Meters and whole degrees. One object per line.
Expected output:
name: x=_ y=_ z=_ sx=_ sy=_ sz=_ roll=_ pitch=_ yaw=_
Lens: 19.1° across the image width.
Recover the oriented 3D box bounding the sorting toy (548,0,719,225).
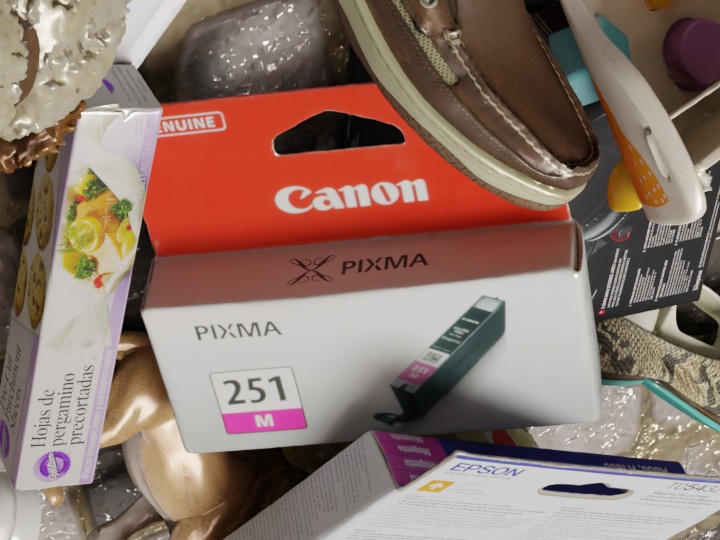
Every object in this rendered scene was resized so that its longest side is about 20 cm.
sorting toy: x=0.136 y=-0.138 z=0.902 sx=0.200 sy=0.107 sz=0.181 roll=-34 pitch=100 yaw=-30

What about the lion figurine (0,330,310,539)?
lion figurine: x=-0.096 y=0.088 z=1.062 sx=0.122 sy=0.073 sz=0.200 roll=-34 pitch=134 yaw=-6

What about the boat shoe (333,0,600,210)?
boat shoe: x=0.032 y=-0.116 z=0.846 sx=0.075 sy=0.202 sz=0.075 roll=-40 pitch=-177 yaw=39

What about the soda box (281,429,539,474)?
soda box: x=0.031 y=0.093 z=1.134 sx=0.064 sy=0.068 sz=0.200 roll=-40 pitch=137 yaw=12

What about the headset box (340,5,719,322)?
headset box: x=0.073 y=-0.043 z=1.021 sx=0.199 sy=0.075 sz=0.149 roll=-12 pitch=134 yaw=-19

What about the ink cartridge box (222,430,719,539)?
ink cartridge box: x=0.060 y=0.118 z=1.042 sx=0.196 sy=0.044 sz=0.200 roll=9 pitch=147 yaw=-36

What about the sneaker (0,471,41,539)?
sneaker: x=-0.254 y=0.145 z=1.013 sx=0.200 sy=0.074 sz=0.115 roll=-34 pitch=139 yaw=23

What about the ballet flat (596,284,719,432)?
ballet flat: x=0.154 y=0.033 z=1.157 sx=0.199 sy=0.068 sz=0.076 roll=19 pitch=98 yaw=-46

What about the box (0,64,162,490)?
box: x=-0.126 y=0.006 z=0.935 sx=0.038 sy=0.041 sz=0.201 roll=-3 pitch=126 yaw=-26

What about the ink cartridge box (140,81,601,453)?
ink cartridge box: x=0.000 y=0.000 z=0.950 sx=0.199 sy=0.044 sz=0.174 roll=-5 pitch=131 yaw=10

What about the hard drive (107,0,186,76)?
hard drive: x=-0.153 y=-0.142 z=0.843 sx=0.199 sy=0.025 sz=0.132 roll=20 pitch=119 yaw=-40

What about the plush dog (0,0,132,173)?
plush dog: x=-0.153 y=-0.092 z=0.784 sx=0.171 sy=0.160 sz=0.201 roll=-29 pitch=148 yaw=-42
